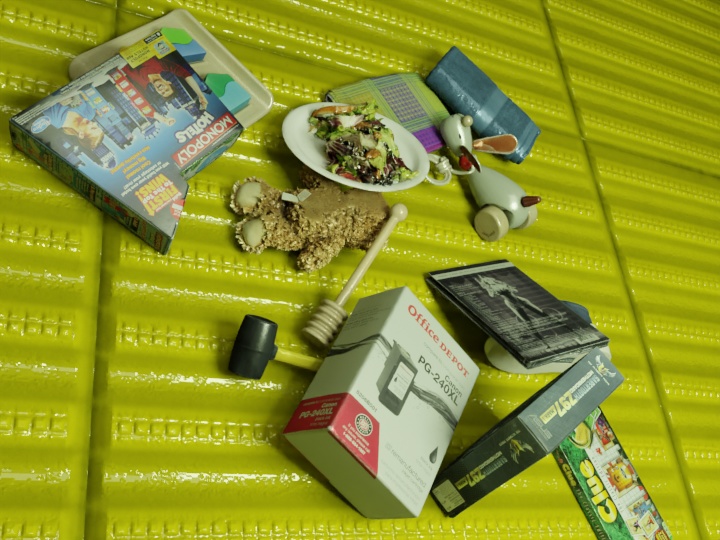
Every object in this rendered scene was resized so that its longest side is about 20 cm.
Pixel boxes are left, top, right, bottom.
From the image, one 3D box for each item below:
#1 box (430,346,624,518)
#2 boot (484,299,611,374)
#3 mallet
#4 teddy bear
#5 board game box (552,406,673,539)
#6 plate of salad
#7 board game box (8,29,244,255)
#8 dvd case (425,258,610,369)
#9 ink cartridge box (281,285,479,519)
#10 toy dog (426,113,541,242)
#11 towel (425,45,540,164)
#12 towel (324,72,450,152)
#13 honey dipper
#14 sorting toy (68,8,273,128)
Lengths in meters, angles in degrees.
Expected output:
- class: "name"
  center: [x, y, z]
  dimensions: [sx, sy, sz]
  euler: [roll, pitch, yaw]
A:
- class: "box"
  center: [0.177, 0.179, 0.851]
  dimensions: [0.157, 0.200, 0.051]
  euler: [-29, 74, -40]
- class: "boot"
  center: [0.239, 0.084, 1.042]
  dimensions: [0.198, 0.073, 0.091]
  euler: [10, 44, -29]
- class: "mallet"
  center: [-0.054, 0.113, 0.861]
  dimensions: [0.199, 0.041, 0.066]
  euler: [29, 85, -28]
- class: "teddy bear"
  center: [-0.062, -0.063, 0.952]
  dimensions: [0.199, 0.067, 0.146]
  euler: [-17, 61, -31]
- class: "board game box"
  center: [0.313, 0.270, 0.995]
  dimensions: [0.104, 0.023, 0.201]
  euler: [-16, 72, -34]
- class: "plate of salad"
  center: [-0.002, -0.170, 1.001]
  dimensions: [0.198, 0.048, 0.201]
  euler: [13, 38, -11]
- class: "board game box"
  center: [-0.238, -0.130, 0.860]
  dimensions: [0.200, 0.062, 0.200]
  euler: [-41, 91, -26]
- class: "dvd case"
  center: [0.198, 0.050, 1.000]
  dimensions: [0.148, 0.016, 0.200]
  euler: [-9, 37, -34]
- class: "ink cartridge box"
  center: [0.029, 0.138, 0.837]
  dimensions: [0.145, 0.083, 0.201]
  euler: [47, 50, -20]
- class: "toy dog"
  center: [0.189, -0.137, 1.105]
  dimensions: [0.200, 0.096, 0.132]
  euler: [45, 53, -10]
- class: "towel"
  center: [0.190, -0.253, 1.214]
  dimensions: [0.200, 0.049, 0.112]
  euler: [44, 41, -4]
- class: "towel"
  center: [0.050, -0.221, 1.134]
  dimensions: [0.199, 0.023, 0.144]
  euler: [-26, 77, -40]
- class: "honey dipper"
  center: [0.000, 0.000, 0.913]
  dimensions: [0.038, 0.038, 0.201]
  euler: [36, 72, -7]
- class: "sorting toy"
  center: [-0.225, -0.232, 0.966]
  dimensions: [0.185, 0.036, 0.200]
  euler: [44, 50, -1]
